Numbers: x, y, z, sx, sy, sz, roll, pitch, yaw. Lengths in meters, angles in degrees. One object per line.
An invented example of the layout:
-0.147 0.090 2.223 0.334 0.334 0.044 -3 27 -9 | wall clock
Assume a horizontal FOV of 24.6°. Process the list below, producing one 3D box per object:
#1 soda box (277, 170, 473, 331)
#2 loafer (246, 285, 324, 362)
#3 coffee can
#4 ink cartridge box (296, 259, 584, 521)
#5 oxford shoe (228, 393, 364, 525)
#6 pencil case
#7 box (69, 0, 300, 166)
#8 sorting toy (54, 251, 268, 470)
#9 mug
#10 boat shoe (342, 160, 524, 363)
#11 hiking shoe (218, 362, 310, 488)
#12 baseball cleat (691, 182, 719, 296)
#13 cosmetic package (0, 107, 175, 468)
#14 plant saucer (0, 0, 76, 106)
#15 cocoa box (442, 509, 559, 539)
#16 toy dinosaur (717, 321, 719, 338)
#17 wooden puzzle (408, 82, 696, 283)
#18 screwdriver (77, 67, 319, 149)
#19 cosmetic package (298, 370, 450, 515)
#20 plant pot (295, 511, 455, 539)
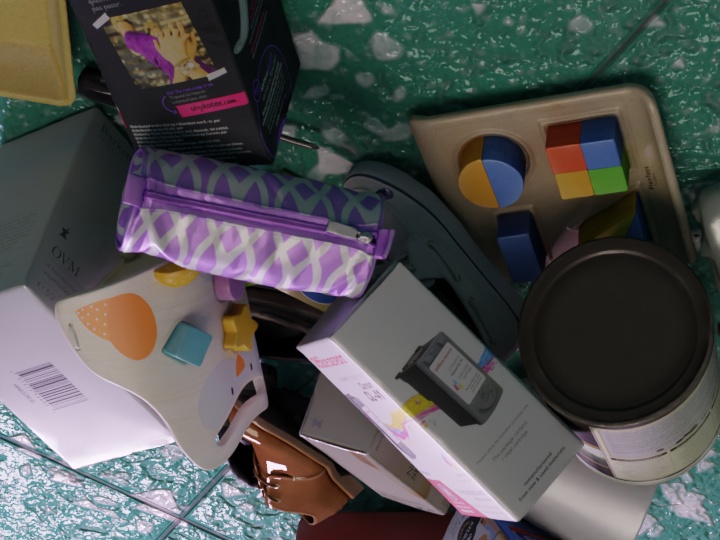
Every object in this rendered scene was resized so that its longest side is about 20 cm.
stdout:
0.000 0.000 1.383 0.199 0.068 0.064 27 137 -16 | soda box
-0.091 0.051 1.463 0.198 0.063 0.072 0 137 14 | loafer
0.212 0.077 1.306 0.145 0.148 0.200 -2 160 15 | coffee can
0.057 0.095 1.273 0.200 0.086 0.148 43 167 -5 | ink cartridge box
-0.065 0.172 1.434 0.071 0.071 0.200 -45 140 -4 | oxford shoe
-0.076 -0.033 1.180 0.198 0.085 0.085 9 -178 -14 | pencil case
-0.125 -0.182 1.175 0.105 0.123 0.201 -3 136 15 | box
-0.123 0.051 1.295 0.106 0.200 0.182 -7 114 25 | sorting toy
0.178 0.182 1.487 0.152 0.150 0.188 20 132 3 | mug
0.054 -0.003 1.326 0.200 0.065 0.074 43 143 2 | boat shoe
-0.092 0.155 1.524 0.075 0.102 0.200 2 158 22 | hiking shoe
0.329 0.009 1.312 0.105 0.070 0.201 -10 135 22 | baseball cleat
-0.224 0.015 1.355 0.122 0.201 0.200 -18 131 29 | cosmetic package
-0.308 -0.225 1.230 0.198 0.049 0.201 10 138 4 | plant saucer
0.129 0.327 1.502 0.132 0.131 0.202 23 99 -19 | cocoa box
0.357 0.059 1.280 0.179 0.106 0.201 -5 148 -5 | toy dinosaur
0.151 -0.055 1.295 0.198 0.047 0.186 -4 136 22 | wooden puzzle
-0.127 -0.128 1.312 0.198 0.029 0.028 12 138 -5 | screwdriver
0.029 0.134 1.439 0.070 0.106 0.200 13 165 27 | cosmetic package
0.041 0.328 1.651 0.175 0.202 0.201 -10 135 9 | plant pot
